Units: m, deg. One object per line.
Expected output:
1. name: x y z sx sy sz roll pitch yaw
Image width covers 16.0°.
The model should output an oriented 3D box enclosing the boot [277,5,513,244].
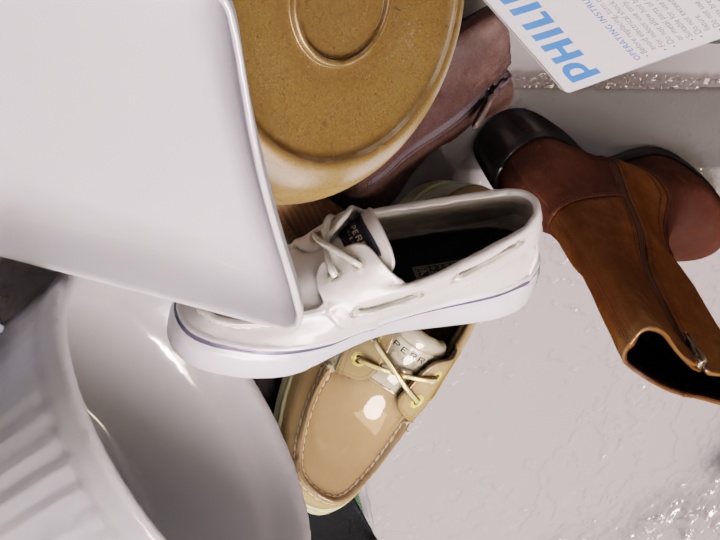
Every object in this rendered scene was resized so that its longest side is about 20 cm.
1. boot: -0.002 -0.091 1.283 0.166 0.072 0.200 -35 158 -9

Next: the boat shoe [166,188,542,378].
1. boat shoe: 0.000 0.000 1.286 0.199 0.072 0.066 -8 139 -14

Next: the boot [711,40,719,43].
1. boot: 0.224 -0.221 1.316 0.199 0.069 0.175 -25 137 -8

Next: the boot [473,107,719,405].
1. boot: 0.171 0.001 1.382 0.188 0.200 0.069 28 110 -41

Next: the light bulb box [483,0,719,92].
1. light bulb box: 0.150 -0.214 1.141 0.199 0.199 0.125 -18 136 31

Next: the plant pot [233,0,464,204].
1. plant pot: -0.016 -0.128 1.183 0.199 0.027 0.201 -15 110 -44

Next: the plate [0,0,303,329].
1. plate: -0.121 -0.071 1.138 0.032 0.199 0.201 -57 149 -37

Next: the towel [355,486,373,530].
1. towel: -0.094 0.136 1.473 0.199 0.031 0.150 -20 131 -11

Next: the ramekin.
1. ramekin: -0.120 0.100 1.265 0.097 0.201 0.200 -31 137 19

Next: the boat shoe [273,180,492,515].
1. boat shoe: 0.017 0.036 1.361 0.074 0.066 0.201 31 75 -19

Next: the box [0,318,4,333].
1. box: -0.295 0.044 1.222 0.148 0.107 0.200 27 109 -41

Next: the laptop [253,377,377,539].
1. laptop: -0.113 0.125 1.422 0.187 0.116 0.201 -32 93 -4
